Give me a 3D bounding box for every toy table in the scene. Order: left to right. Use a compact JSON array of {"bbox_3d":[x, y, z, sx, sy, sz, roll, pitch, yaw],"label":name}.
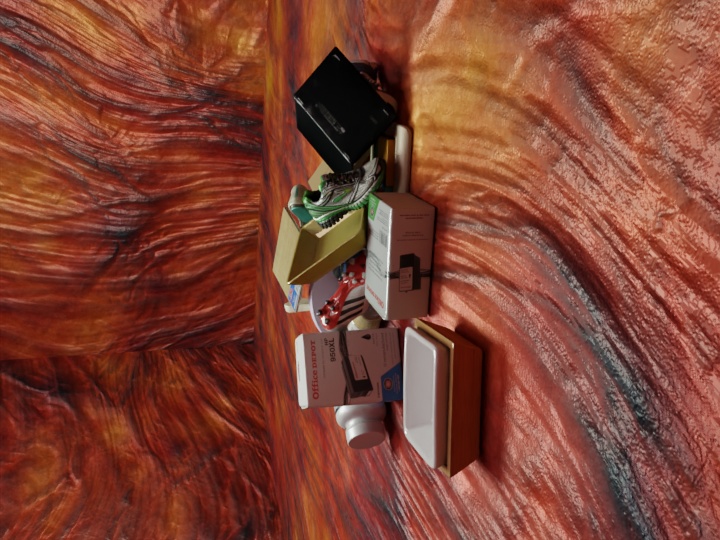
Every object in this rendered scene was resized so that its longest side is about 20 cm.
[{"bbox_3d":[-0.081,0.066,1.667,0.117,0.183,0.202,23,119,58],"label":"toy table"}]

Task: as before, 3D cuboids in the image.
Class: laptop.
[{"bbox_3d":[-0.034,-0.293,1.365,0.200,0.116,0.188,-44,78,21],"label":"laptop"}]

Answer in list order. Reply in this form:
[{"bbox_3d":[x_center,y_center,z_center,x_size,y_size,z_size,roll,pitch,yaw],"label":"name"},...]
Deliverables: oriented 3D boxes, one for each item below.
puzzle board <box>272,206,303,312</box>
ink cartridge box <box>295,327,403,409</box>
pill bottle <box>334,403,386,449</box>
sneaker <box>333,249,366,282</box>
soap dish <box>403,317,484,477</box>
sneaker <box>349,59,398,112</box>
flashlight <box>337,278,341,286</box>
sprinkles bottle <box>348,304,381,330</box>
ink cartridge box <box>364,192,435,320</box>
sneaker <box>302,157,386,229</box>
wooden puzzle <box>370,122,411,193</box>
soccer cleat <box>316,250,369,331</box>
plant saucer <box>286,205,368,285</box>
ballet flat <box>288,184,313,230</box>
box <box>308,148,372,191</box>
[{"bbox_3d":[-0.157,-0.024,1.596,0.151,0.017,0.201,57,145,37],"label":"puzzle board"},{"bbox_3d":[-0.023,0.196,1.379,0.084,0.198,0.146,137,129,-71],"label":"ink cartridge box"},{"bbox_3d":[-0.005,0.276,1.493,0.111,0.110,0.201,107,156,-50],"label":"pill bottle"},{"bbox_3d":[0.000,0.001,1.436,0.200,0.110,0.077,-131,41,-67],"label":"sneaker"},{"bbox_3d":[0.124,0.186,1.051,0.157,0.081,0.202,-149,59,-72],"label":"soap dish"},{"bbox_3d":[0.016,-0.378,1.394,0.199,0.147,0.081,13,149,36],"label":"sneaker"},{"bbox_3d":[-0.039,0.025,1.568,0.068,0.067,0.201,-140,33,-71],"label":"flashlight"},{"bbox_3d":[0.002,0.132,1.530,0.201,0.068,0.069,110,153,-54],"label":"sprinkles bottle"},{"bbox_3d":[0.066,-0.028,1.234,0.147,0.082,0.202,-131,42,-67],"label":"ink cartridge box"},{"bbox_3d":[-0.031,-0.156,1.314,0.199,0.085,0.078,-32,29,30],"label":"sneaker"},{"bbox_3d":[0.050,-0.201,1.365,0.200,0.037,0.187,-133,43,-68],"label":"wooden puzzle"},{"bbox_3d":[-0.005,0.041,1.366,0.201,0.085,0.069,-54,47,12],"label":"soccer cleat"},{"bbox_3d":[-0.049,-0.067,1.370,0.199,0.048,0.201,-35,27,27],"label":"plant saucer"},{"bbox_3d":[-0.107,-0.126,1.514,0.200,0.067,0.063,66,-159,-67],"label":"ballet flat"},{"bbox_3d":[-0.041,-0.243,1.544,0.201,0.021,0.164,-54,30,17],"label":"box"}]
